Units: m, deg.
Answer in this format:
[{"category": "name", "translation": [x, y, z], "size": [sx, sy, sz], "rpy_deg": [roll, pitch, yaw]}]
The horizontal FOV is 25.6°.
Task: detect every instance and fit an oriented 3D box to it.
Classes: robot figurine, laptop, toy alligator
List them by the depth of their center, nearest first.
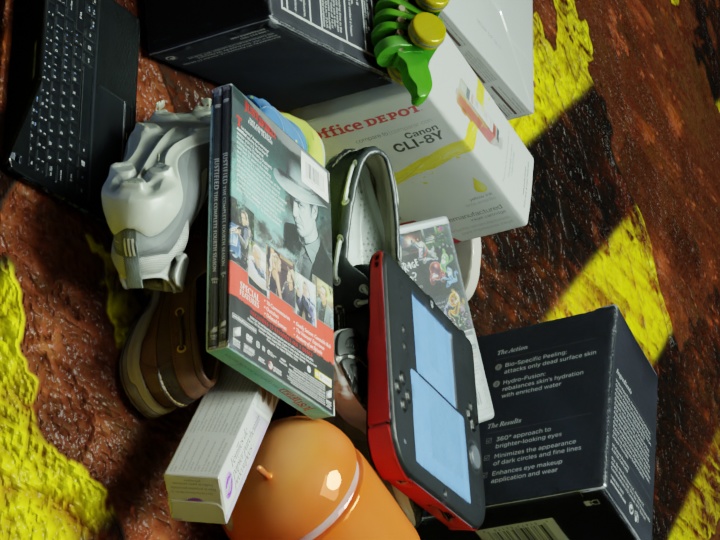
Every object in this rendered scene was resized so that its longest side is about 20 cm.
[{"category": "laptop", "translation": [-0.178, -0.149, 1.055], "size": [0.200, 0.102, 0.180], "rpy_deg": [33, 50, -52]}, {"category": "robot figurine", "translation": [-0.031, 0.188, 1.163], "size": [0.201, 0.116, 0.144], "rpy_deg": [56, 49, -30]}, {"category": "toy alligator", "translation": [0.040, -0.221, 1.292], "size": [0.054, 0.059, 0.202], "rpy_deg": [17, 56, -14]}]

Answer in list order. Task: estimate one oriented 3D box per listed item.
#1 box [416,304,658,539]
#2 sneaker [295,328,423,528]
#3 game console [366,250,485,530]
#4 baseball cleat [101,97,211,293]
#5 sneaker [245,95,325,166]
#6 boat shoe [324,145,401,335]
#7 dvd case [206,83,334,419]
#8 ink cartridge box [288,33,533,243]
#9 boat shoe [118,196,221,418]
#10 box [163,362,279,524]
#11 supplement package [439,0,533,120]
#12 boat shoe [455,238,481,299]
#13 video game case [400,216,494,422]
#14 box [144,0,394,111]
[{"category": "box", "translation": [0.158, 0.159, 1.432], "size": [0.118, 0.195, 0.202], "rpy_deg": [51, 36, -38]}, {"category": "sneaker", "translation": [-0.001, 0.127, 1.254], "size": [0.201, 0.078, 0.074], "rpy_deg": [60, 29, -32]}, {"category": "game console", "translation": [0.055, 0.101, 1.255], "size": [0.200, 0.031, 0.179], "rpy_deg": [46, 41, -56]}, {"category": "baseball cleat", "translation": [-0.138, -0.048, 1.106], "size": [0.200, 0.069, 0.108], "rpy_deg": [-59, 154, -65]}, {"category": "sneaker", "translation": [-0.081, -0.055, 1.232], "size": [0.105, 0.075, 0.202], "rpy_deg": [40, 33, -35]}, {"category": "boat shoe", "translation": [0.000, 0.000, 1.279], "size": [0.075, 0.060, 0.203], "rpy_deg": [-3, 83, -41]}, {"category": "dvd case", "translation": [-0.061, -0.011, 1.121], "size": [0.146, 0.022, 0.202], "rpy_deg": [38, 45, -53]}, {"category": "ink cartridge box", "translation": [0.046, -0.113, 1.407], "size": [0.200, 0.144, 0.084], "rpy_deg": [48, 40, -41]}, {"category": "boat shoe", "translation": [-0.112, 0.015, 1.138], "size": [0.072, 0.067, 0.202], "rpy_deg": [51, 37, -38]}, {"category": "box", "translation": [-0.087, 0.098, 1.103], "size": [0.201, 0.041, 0.039], "rpy_deg": [-70, 157, -58]}, {"category": "supplement package", "translation": [0.081, -0.255, 1.567], "size": [0.200, 0.110, 0.158], "rpy_deg": [40, 45, -49]}, {"category": "boat shoe", "translation": [0.099, -0.059, 1.549], "size": [0.092, 0.074, 0.203], "rpy_deg": [14, 65, -51]}, {"category": "video game case", "translation": [0.020, 0.059, 1.339], "size": [0.198, 0.023, 0.184], "rpy_deg": [-13, 90, -40]}, {"category": "box", "translation": [-0.075, -0.253, 1.267], "size": [0.198, 0.122, 0.203], "rpy_deg": [15, 67, -58]}]
